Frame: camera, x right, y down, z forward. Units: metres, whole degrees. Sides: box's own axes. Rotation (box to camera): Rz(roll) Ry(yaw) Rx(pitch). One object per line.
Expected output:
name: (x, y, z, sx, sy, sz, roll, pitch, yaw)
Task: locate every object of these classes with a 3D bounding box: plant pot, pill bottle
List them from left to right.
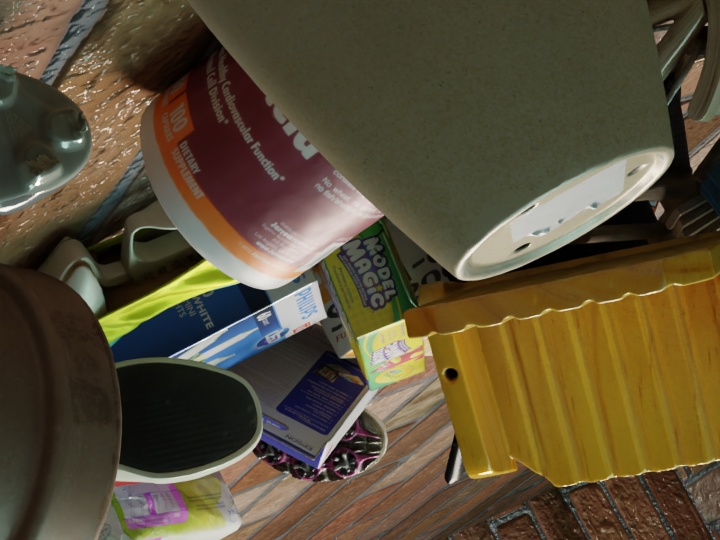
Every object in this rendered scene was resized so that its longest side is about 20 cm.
plant pot: (-0.244, 0.080, 0.922, 0.200, 0.201, 0.174, -35, 148, 27)
pill bottle: (0.001, -0.088, 0.893, 0.200, 0.115, 0.114, -35, 165, 24)
plant pot: (0.030, -0.106, 0.707, 0.186, 0.201, 0.187, -26, 165, -7)

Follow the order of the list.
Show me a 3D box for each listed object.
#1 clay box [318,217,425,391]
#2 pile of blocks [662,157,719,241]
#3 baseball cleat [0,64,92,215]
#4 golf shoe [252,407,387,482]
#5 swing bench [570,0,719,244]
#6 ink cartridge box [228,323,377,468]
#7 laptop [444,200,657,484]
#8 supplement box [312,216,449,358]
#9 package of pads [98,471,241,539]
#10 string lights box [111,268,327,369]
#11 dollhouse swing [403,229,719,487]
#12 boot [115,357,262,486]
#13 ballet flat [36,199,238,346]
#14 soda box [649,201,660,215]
clay box: (0.000, 0.000, 1.198, 0.047, 0.116, 0.200, -22, 165, -2)
pile of blocks: (0.239, -0.034, 1.130, 0.082, 0.062, 0.200, -28, 162, -19)
baseball cleat: (-0.215, -0.037, 0.784, 0.199, 0.070, 0.106, -9, 165, -30)
golf shoe: (-0.062, 0.112, 1.452, 0.199, 0.073, 0.092, 7, -166, 28)
swing bench: (0.183, -0.114, 1.121, 0.200, 0.130, 0.198, -37, 163, 30)
ink cartridge box: (-0.050, 0.087, 1.331, 0.037, 0.094, 0.200, -66, 173, 19)
laptop: (0.115, 0.013, 1.303, 0.186, 0.116, 0.201, -19, 136, -33)
supplement box: (0.057, 0.005, 1.413, 0.126, 0.074, 0.200, -35, 164, 21)
package of pads: (-0.188, 0.192, 1.351, 0.154, 0.069, 0.200, -31, 167, 15)
string lights box: (-0.125, 0.040, 1.218, 0.199, 0.059, 0.103, -27, 165, -4)
dollhouse swing: (0.138, 0.064, 1.066, 0.199, 0.183, 0.176, -11, -164, 17)
boot: (-0.165, 0.103, 1.124, 0.199, 0.073, 0.144, -7, 169, -19)
ballet flat: (-0.136, -0.001, 1.065, 0.199, 0.067, 0.067, -24, 145, -4)
soda box: (0.173, 0.000, 1.400, 0.068, 0.063, 0.201, -30, 140, -76)
